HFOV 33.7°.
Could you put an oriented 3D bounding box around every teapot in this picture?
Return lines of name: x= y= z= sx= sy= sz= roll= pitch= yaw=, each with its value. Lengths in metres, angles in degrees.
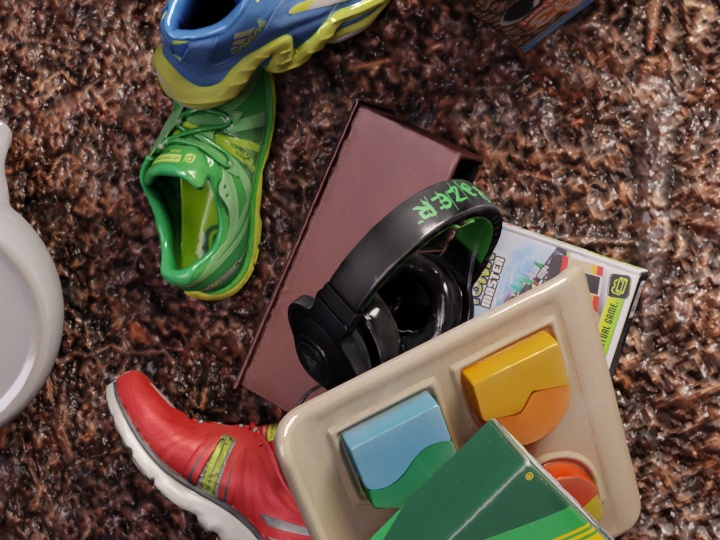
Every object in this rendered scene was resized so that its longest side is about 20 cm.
teapot: x=-0.307 y=0.026 z=0.855 sx=0.198 sy=0.146 sz=0.200 roll=-24 pitch=109 yaw=-8

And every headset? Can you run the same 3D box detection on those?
headset: x=0.020 y=0.041 z=0.676 sx=0.094 sy=0.123 sz=0.201 roll=47 pitch=130 yaw=21

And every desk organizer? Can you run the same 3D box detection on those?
desk organizer: x=0.000 y=0.000 z=0.771 sx=0.076 sy=0.072 sz=0.202 roll=27 pitch=100 yaw=16

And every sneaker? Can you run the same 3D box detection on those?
sneaker: x=-0.044 y=-0.178 z=0.740 sx=0.199 sy=0.105 sz=0.076 roll=-40 pitch=79 yaw=-8
sneaker: x=-0.081 y=0.126 z=0.786 sx=0.199 sy=0.077 sz=0.085 roll=39 pitch=92 yaw=11
sneaker: x=-0.102 y=-0.081 z=0.802 sx=0.073 sy=0.083 sz=0.203 roll=-1 pitch=90 yaw=21

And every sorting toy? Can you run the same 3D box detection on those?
sorting toy: x=0.067 y=0.117 z=0.663 sx=0.198 sy=0.036 sz=0.187 roll=-28 pitch=119 yaw=-13

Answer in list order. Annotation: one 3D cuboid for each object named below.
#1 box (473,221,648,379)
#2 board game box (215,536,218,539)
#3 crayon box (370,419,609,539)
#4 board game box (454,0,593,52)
box: x=0.097 y=0.079 z=0.752 sx=0.109 sy=0.035 sz=0.203 roll=19 pitch=97 yaw=20
board game box: x=-0.006 y=0.205 z=0.800 sx=0.198 sy=0.030 sz=0.097 roll=20 pitch=98 yaw=17
crayon box: x=0.078 y=0.210 z=0.636 sx=0.173 sy=0.058 sz=0.200 roll=-45 pitch=112 yaw=2
board game box: x=0.107 y=-0.221 z=0.657 sx=0.159 sy=0.200 sz=0.098 roll=-36 pitch=80 yaw=18
